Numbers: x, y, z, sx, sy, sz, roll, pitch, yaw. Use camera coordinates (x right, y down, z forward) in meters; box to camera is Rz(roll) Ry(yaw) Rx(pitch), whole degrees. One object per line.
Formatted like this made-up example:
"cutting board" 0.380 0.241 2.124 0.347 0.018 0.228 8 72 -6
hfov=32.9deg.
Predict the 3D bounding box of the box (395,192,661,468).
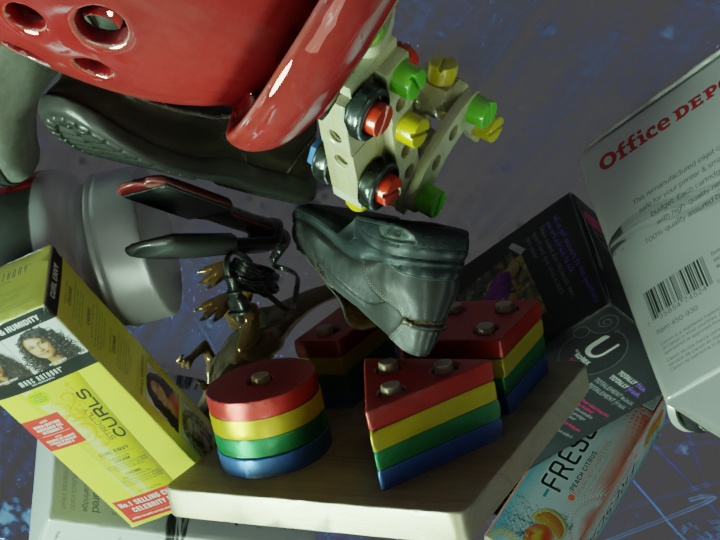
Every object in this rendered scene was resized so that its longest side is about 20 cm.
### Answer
"box" 0.119 0.059 0.885 0.199 0.107 0.122 -35 133 26

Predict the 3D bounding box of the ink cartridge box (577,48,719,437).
"ink cartridge box" 0.235 -0.023 0.748 0.146 0.202 0.082 -36 135 28

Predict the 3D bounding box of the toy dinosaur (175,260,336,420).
"toy dinosaur" -0.069 0.041 0.869 0.200 0.060 0.107 -41 126 -11

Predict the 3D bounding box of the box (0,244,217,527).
"box" -0.159 0.075 0.727 0.074 0.051 0.201 -20 134 12

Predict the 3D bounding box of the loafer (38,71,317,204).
"loafer" -0.097 -0.089 0.700 0.072 0.072 0.199 15 -178 36

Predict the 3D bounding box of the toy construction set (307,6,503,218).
"toy construction set" 0.018 -0.109 0.681 0.091 0.131 0.201 22 152 36

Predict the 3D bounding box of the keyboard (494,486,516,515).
"keyboard" 0.059 0.131 0.962 0.198 0.105 0.040 21 121 -26

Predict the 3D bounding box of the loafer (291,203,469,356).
"loafer" 0.000 0.000 0.750 0.072 0.200 0.073 6 95 -19

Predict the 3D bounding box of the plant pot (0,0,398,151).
"plant pot" -0.070 -0.161 0.519 0.181 0.202 0.201 30 127 -14

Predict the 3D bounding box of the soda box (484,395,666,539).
"soda box" 0.169 0.161 0.945 0.063 0.200 0.069 25 145 24

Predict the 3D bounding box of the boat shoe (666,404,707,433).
"boat shoe" 0.269 0.020 0.819 0.074 0.060 0.202 32 82 -42

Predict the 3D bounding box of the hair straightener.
"hair straightener" -0.086 -0.004 0.767 0.040 0.078 0.200 -11 169 17

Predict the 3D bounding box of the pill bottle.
"pill bottle" -0.220 0.001 0.763 0.197 0.115 0.115 -13 138 4

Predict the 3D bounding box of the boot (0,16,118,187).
"boot" -0.158 -0.128 0.674 0.129 0.068 0.201 -6 139 -11

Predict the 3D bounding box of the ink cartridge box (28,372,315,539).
"ink cartridge box" -0.141 0.158 0.920 0.197 0.147 0.085 11 135 -21

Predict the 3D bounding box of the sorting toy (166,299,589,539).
"sorting toy" 0.011 0.078 0.740 0.198 0.198 0.071 -2 108 31
